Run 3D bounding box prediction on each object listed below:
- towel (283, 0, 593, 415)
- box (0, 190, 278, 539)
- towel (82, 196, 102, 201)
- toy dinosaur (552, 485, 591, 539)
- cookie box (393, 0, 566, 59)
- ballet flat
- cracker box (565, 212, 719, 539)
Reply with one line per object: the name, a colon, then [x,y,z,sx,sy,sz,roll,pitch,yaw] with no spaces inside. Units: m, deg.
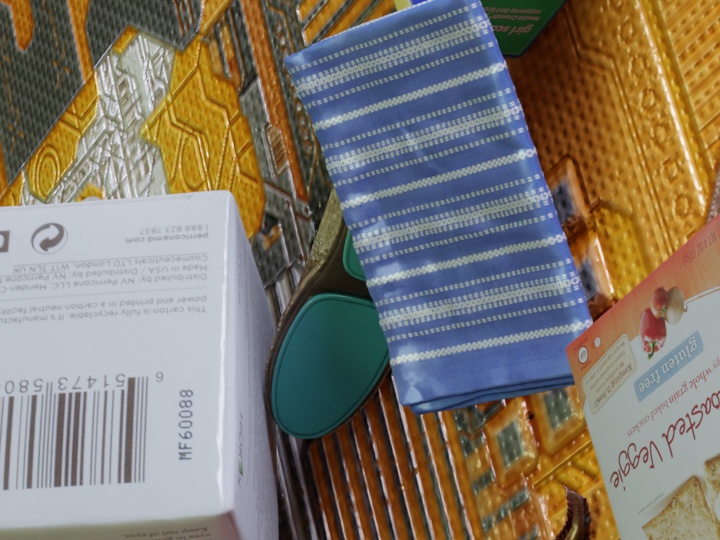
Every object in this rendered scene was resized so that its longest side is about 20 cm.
towel: [0.039,-0.029,1.172,0.144,0.024,0.201,-13,99,49]
box: [-0.151,0.084,1.303,0.172,0.197,0.201,76,-168,-59]
towel: [-0.180,0.063,1.583,0.132,0.034,0.201,40,121,51]
toy dinosaur: [0.035,0.184,1.225,0.200,0.105,0.181,-42,22,-3]
cookie box: [0.076,-0.231,1.157,0.200,0.075,0.172,-52,48,44]
ballet flat: [0.000,0.000,1.288,0.065,0.070,0.201,-89,21,-61]
cracker box: [0.167,0.091,1.001,0.134,0.057,0.201,-46,51,47]
